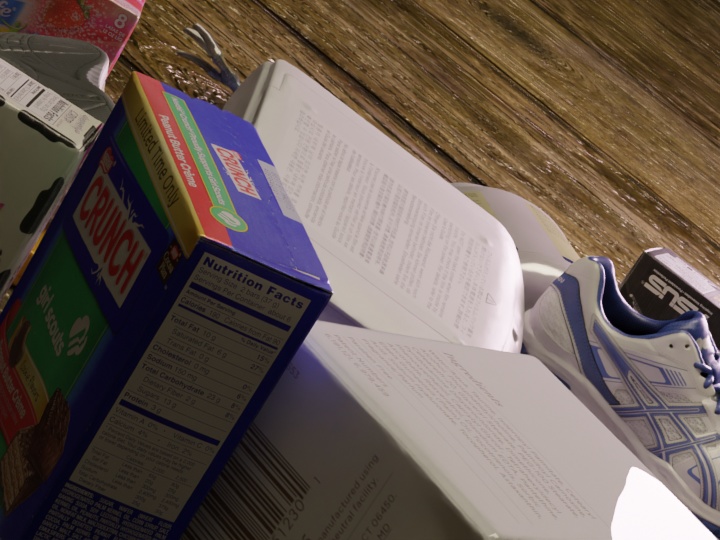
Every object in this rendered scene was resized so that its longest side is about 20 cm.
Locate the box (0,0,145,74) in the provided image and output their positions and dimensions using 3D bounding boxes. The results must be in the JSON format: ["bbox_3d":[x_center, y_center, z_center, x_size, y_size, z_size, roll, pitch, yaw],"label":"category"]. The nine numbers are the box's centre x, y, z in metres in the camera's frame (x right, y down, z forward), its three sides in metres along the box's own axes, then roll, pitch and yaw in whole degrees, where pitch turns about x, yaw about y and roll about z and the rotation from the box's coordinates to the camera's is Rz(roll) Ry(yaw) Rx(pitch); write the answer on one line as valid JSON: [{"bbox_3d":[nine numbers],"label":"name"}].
[{"bbox_3d":[-0.244,-0.188,1.860,0.199,0.095,0.103,30,17,-8],"label":"box"}]

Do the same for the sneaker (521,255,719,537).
[{"bbox_3d":[0.177,0.072,1.579,0.199,0.088,0.075,36,18,6],"label":"sneaker"}]

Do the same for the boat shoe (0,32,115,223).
[{"bbox_3d":[-0.182,-0.090,1.690,0.074,0.065,0.202,5,23,-19],"label":"boat shoe"}]

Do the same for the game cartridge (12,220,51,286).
[{"bbox_3d":[-0.204,-0.045,1.671,0.176,0.033,0.200,27,21,-19],"label":"game cartridge"}]

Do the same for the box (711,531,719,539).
[{"bbox_3d":[0.205,0.182,1.650,0.200,0.105,0.184,40,20,19],"label":"box"}]

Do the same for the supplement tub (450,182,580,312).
[{"bbox_3d":[0.074,0.033,1.730,0.144,0.146,0.200,28,12,-16],"label":"supplement tub"}]

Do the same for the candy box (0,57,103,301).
[{"bbox_3d":[-0.251,-0.067,1.467,0.199,0.137,0.061,33,19,-2],"label":"candy box"}]

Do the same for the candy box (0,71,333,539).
[{"bbox_3d":[-0.107,0.036,1.335,0.077,0.201,0.169,24,19,-25],"label":"candy box"}]

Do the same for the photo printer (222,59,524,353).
[{"bbox_3d":[0.000,0.000,1.518,0.200,0.069,0.167,36,37,-15],"label":"photo printer"}]

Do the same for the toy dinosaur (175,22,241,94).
[{"bbox_3d":[-0.070,-0.036,1.672,0.200,0.105,0.181,51,-9,-7],"label":"toy dinosaur"}]

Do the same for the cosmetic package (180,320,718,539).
[{"bbox_3d":[0.032,0.142,1.351,0.199,0.168,0.166,10,28,-50],"label":"cosmetic package"}]

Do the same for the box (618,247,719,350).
[{"bbox_3d":[0.216,0.107,1.777,0.200,0.159,0.048,39,17,16],"label":"box"}]
